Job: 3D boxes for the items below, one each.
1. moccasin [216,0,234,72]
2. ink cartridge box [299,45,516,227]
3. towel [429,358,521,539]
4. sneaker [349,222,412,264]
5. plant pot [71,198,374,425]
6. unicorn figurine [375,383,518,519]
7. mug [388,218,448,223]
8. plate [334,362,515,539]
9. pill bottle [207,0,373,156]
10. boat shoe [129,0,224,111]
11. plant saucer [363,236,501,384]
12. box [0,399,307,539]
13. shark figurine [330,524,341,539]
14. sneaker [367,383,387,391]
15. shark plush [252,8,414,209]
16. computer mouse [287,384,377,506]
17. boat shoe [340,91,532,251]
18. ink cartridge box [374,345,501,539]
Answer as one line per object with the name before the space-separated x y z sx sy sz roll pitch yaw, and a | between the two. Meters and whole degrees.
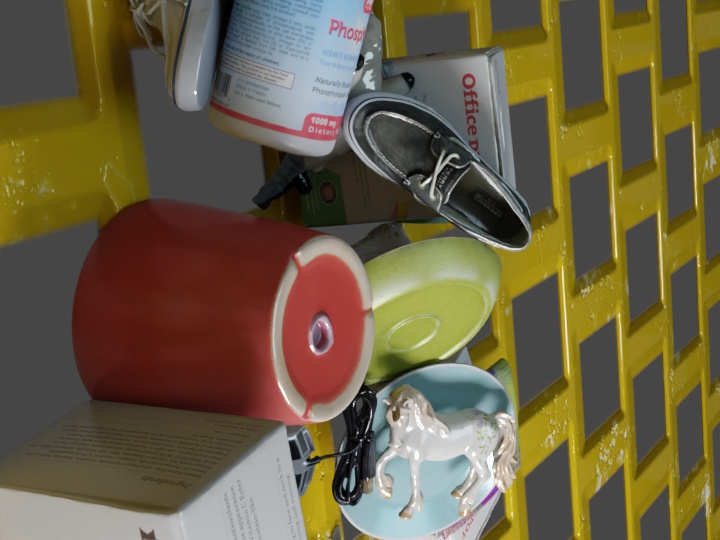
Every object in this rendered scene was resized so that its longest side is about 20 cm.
moccasin | -0.075 -0.229 1.058 0.078 0.073 0.202 64 34 -25
ink cartridge box | 0.041 -0.126 1.110 0.088 0.197 0.147 -43 127 -67
towel | 0.121 0.187 1.274 0.199 0.023 0.146 -25 112 -54
sneaker | 0.000 0.000 1.087 0.199 0.074 0.101 16 64 -49
plant pot | -0.097 0.042 0.934 0.200 0.176 0.203 -7 98 -57
unicorn figurine | 0.068 0.165 1.100 0.198 0.074 0.139 -8 118 -41
mug | 0.074 -0.120 1.251 0.185 0.113 0.154 -45 128 -47
plate | 0.061 0.174 1.151 0.198 0.026 0.202 -11 119 -20
pill bottle | -0.048 -0.201 0.937 0.108 0.108 0.202 -6 116 -57
boat shoe | -0.153 -0.218 0.926 0.075 0.085 0.205 92 0 -68
plant saucer | 0.042 0.046 1.053 0.199 0.199 0.031 29 30 -54
box | -0.148 0.216 0.844 0.130 0.198 0.201 -34 120 -53
shark figurine | -0.045 0.274 1.115 0.215 0.089 0.129 52 51 -43
sneaker | -0.005 0.048 1.171 0.200 0.075 0.115 36 64 -49
shark plush | -0.031 -0.140 1.060 0.090 0.083 0.201 -7 134 -46
computer mouse | -0.077 0.167 1.044 0.198 0.044 0.111 -6 105 -26
boat shoe | 0.074 -0.086 1.004 0.199 0.071 0.073 30 101 -18
ink cartridge box | 0.084 0.203 1.313 0.146 0.084 0.202 -52 132 -42
